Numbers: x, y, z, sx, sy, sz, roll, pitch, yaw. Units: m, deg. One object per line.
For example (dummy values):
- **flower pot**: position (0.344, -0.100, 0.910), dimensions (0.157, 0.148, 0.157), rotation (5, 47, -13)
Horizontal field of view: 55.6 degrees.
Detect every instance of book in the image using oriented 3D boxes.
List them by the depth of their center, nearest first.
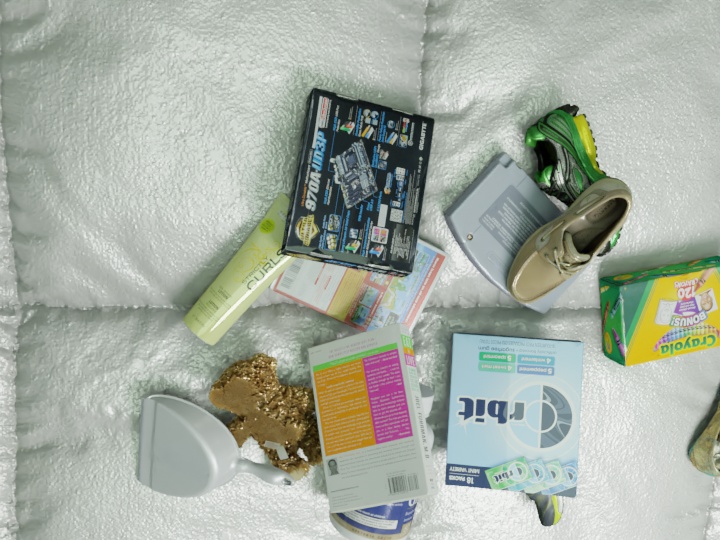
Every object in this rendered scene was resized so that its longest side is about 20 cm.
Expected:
- **book**: position (0.013, 0.177, 0.823), dimensions (0.133, 0.048, 0.201), rotation (-20, 65, 27)

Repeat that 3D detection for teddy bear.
- **teddy bear**: position (-0.110, 0.192, 0.881), dimensions (0.200, 0.067, 0.145), rotation (38, 109, -17)

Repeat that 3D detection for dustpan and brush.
- **dustpan and brush**: position (-0.179, 0.237, 0.849), dimensions (0.199, 0.057, 0.140), rotation (18, 113, 20)

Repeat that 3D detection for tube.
- **tube**: position (-0.136, 0.001, 0.842), dimensions (0.200, 0.052, 0.058), rotation (-48, 119, -1)

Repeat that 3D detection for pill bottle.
- **pill bottle**: position (0.033, 0.244, 0.893), dimensions (0.111, 0.111, 0.201), rotation (12, 98, -14)

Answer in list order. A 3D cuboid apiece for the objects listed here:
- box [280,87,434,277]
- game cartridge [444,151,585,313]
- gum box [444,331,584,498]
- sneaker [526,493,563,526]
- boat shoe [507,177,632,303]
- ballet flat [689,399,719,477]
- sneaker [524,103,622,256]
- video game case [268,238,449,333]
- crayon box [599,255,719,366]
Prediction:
- **box**: position (-0.002, -0.103, 0.827), dimensions (0.158, 0.046, 0.201), rotation (10, 82, -14)
- **game cartridge**: position (0.211, -0.042, 0.918), dimensions (0.200, 0.040, 0.133), rotation (44, 86, -16)
- **gum box**: position (0.202, 0.188, 0.906), dimensions (0.169, 0.045, 0.201), rotation (3, 87, 8)
- **sneaker**: position (0.224, 0.277, 0.970), dimensions (0.081, 0.074, 0.201), rotation (-24, 97, 0)
- **boat shoe**: position (0.257, -0.029, 0.850), dimensions (0.072, 0.065, 0.200), rotation (40, 115, -4)
- **ballet flat**: position (0.573, 0.223, 1.032), dimensions (0.070, 0.071, 0.201), rotation (27, 94, -16)
- **sneaker**: position (0.272, -0.108, 0.892), dimensions (0.085, 0.078, 0.201), rotation (-25, 91, -13)
- **video game case**: position (0.000, 0.000, 0.888), dimensions (0.199, 0.017, 0.143), rotation (26, 94, -15)
- **crayon box**: position (0.446, 0.056, 0.976), dimensions (0.199, 0.058, 0.119), rotation (-10, 102, -11)
